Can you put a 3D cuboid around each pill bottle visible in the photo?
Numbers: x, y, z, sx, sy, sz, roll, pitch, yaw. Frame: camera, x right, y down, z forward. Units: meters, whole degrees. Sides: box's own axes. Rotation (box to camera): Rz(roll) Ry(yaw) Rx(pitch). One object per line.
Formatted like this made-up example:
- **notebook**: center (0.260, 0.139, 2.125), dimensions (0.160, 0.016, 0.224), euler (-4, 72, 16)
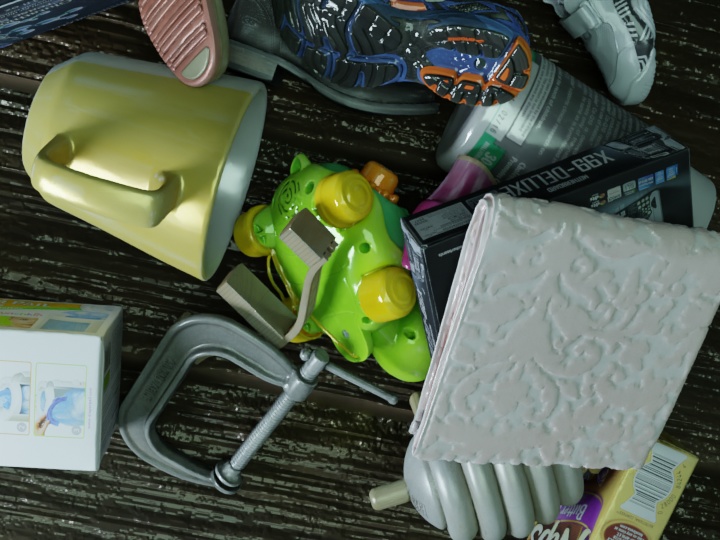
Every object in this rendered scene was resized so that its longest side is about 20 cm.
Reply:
- **pill bottle**: center (0.167, -0.080, 0.853), dimensions (0.198, 0.113, 0.114), euler (30, 94, -8)

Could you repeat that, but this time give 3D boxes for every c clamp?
- **c clamp**: center (-0.095, 0.113, 0.859), dimensions (0.170, 0.027, 0.200), euler (35, 124, -14)

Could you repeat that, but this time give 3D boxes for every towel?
- **towel**: center (0.143, 0.048, 0.749), dimensions (0.197, 0.032, 0.194), euler (7, 115, -23)

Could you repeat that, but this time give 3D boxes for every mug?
- **mug**: center (-0.161, -0.092, 0.794), dimensions (0.151, 0.187, 0.152), euler (18, 77, 1)

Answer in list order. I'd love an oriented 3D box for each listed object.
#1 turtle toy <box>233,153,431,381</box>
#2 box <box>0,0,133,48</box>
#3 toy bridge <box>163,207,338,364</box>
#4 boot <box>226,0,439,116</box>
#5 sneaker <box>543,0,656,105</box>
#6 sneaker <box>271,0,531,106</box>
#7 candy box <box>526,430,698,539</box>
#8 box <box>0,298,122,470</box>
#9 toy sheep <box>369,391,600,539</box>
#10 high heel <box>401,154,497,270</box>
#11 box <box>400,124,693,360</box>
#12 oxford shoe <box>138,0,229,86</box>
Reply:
- **turtle toy**: center (0.000, 0.000, 0.846), dimensions (0.101, 0.145, 0.202), euler (-34, 103, -40)
- **box**: center (-0.244, -0.221, 0.749), dimensions (0.146, 0.200, 0.109), euler (-20, 101, -2)
- **toy bridge**: center (-0.077, 0.028, 0.829), dimensions (0.067, 0.027, 0.199), euler (43, 135, -10)
- **boot**: center (-0.013, -0.218, 0.840), dimensions (0.197, 0.069, 0.177), euler (16, 95, -8)
- **sneaker**: center (0.153, -0.216, 0.855), dimensions (0.113, 0.075, 0.203), euler (-17, 94, -2)
- **sneaker**: center (0.030, -0.172, 0.789), dimensions (0.197, 0.079, 0.076), euler (18, 130, 9)
- **candy box**: center (0.188, 0.214, 0.894), dimensions (0.056, 0.117, 0.203), euler (23, 95, -9)
- **box**: center (-0.287, 0.080, 0.831), dimensions (0.196, 0.113, 0.103), euler (4, 99, -6)
- **toy sheep**: center (0.101, 0.147, 0.863), dimensions (0.197, 0.138, 0.140), euler (-22, 99, 0)
- **high heel**: center (0.096, 0.009, 0.840), dimensions (0.097, 0.067, 0.200), euler (-56, 141, -17)
- **box**: center (0.137, 0.007, 0.774), dimensions (0.197, 0.050, 0.160), euler (-20, 121, -9)
- **oxford shoe**: center (-0.119, -0.221, 0.792), dimensions (0.070, 0.073, 0.203), euler (-29, 68, 37)
